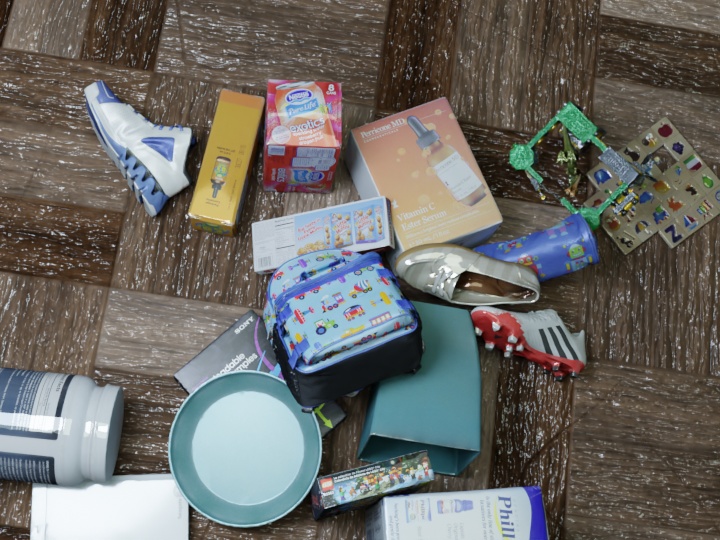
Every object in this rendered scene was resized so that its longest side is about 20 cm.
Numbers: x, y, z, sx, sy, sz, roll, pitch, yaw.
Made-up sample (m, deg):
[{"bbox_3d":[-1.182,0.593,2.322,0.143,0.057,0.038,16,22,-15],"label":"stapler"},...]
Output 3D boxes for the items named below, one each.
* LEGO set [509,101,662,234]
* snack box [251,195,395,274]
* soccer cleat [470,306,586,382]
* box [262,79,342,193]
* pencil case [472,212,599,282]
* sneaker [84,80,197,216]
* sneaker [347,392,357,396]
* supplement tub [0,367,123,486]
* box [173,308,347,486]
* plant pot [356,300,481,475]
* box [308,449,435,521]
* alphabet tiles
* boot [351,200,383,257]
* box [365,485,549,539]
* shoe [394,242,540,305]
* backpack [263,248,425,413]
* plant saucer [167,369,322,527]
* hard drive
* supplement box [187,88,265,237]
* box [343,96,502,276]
[{"bbox_3d":[0.325,-0.152,1.520,0.200,0.116,0.154,39,107,14],"label":"LEGO set"},{"bbox_3d":[-0.053,-0.047,1.413,0.200,0.024,0.072,-10,72,19],"label":"snack box"},{"bbox_3d":[0.234,0.083,1.432,0.200,0.069,0.085,27,62,-23],"label":"soccer cleat"},{"bbox_3d":[-0.082,-0.179,1.421,0.100,0.200,0.096,2,76,-6],"label":"box"},{"bbox_3d":[0.230,-0.017,1.451,0.200,0.087,0.078,-18,109,9],"label":"pencil case"},{"bbox_3d":[-0.299,-0.185,1.470,0.115,0.081,0.199,-31,87,-17],"label":"sneaker"},{"bbox_3d":[-0.050,0.085,1.426,0.116,0.074,0.200,18,47,-33],"label":"sneaker"},{"bbox_3d":[-0.411,0.197,1.311,0.200,0.140,0.140,7,74,-4],"label":"supplement tub"},{"bbox_3d":[-0.136,0.170,1.404,0.143,0.036,0.200,-41,81,-15],"label":"box"},{"bbox_3d":[0.084,0.151,1.382,0.141,0.141,0.200,9,66,-4],"label":"plant pot"},{"bbox_3d":[0.009,0.273,1.304,0.137,0.200,0.038,-12,74,-10],"label":"box"},{"bbox_3d":[0.440,-0.116,1.562,0.200,0.008,0.167,-35,81,-14],"label":"alphabet tiles"},{"bbox_3d":[0.000,0.000,1.434,0.097,0.075,0.200,-34,79,8],"label":"boot"},{"bbox_3d":[0.116,0.338,1.308,0.200,0.184,0.105,-2,73,-7],"label":"box"},{"bbox_3d":[0.145,0.010,1.383,0.200,0.070,0.053,8,30,-6],"label":"shoe"},{"bbox_3d":[-0.033,0.049,1.296,0.183,0.135,0.200,-19,50,-10],"label":"backpack"},{"bbox_3d":[-0.148,0.230,1.349,0.200,0.036,0.200,0,82,3],"label":"plant saucer"},{"bbox_3d":[-0.323,0.333,1.343,0.200,0.027,0.132,0,75,-7],"label":"hard drive"},{"bbox_3d":[-0.188,-0.152,1.473,0.067,0.069,0.200,13,72,-2],"label":"supplement box"},{"bbox_3d":[0.085,-0.118,1.472,0.152,0.106,0.200,-21,78,-11],"label":"box"}]
